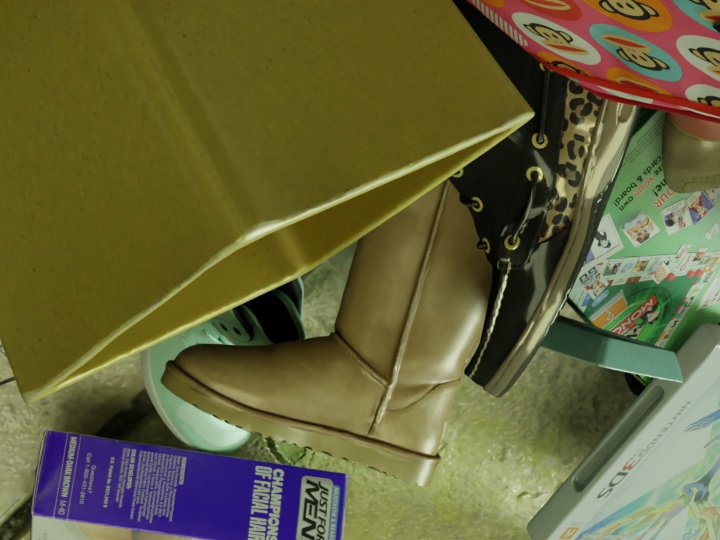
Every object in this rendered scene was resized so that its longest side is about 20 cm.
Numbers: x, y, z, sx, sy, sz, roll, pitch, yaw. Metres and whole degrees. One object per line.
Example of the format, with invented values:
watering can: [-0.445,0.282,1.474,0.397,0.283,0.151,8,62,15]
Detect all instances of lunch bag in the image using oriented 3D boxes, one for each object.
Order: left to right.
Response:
lunch bag: [0.135,-0.120,0.689,0.176,0.199,0.082,33,84,-39]

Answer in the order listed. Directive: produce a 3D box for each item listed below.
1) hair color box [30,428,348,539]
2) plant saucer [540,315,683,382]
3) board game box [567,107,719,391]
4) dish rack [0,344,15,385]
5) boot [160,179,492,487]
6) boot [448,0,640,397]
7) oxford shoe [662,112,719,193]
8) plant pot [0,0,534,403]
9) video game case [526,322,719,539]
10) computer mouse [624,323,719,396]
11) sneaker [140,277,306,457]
hair color box: [-0.115,0.165,1.061,0.198,0.065,0.110,8,151,-8]
plant saucer: [0.097,0.030,0.942,0.069,0.199,0.019,12,95,-37]
board game box: [0.199,-0.044,0.951,0.200,0.029,0.135,-45,116,1]
dish rack: [-0.187,-0.011,0.927,0.198,0.154,0.055,-20,145,11]
boot: [0.000,0.000,0.892,0.174,0.066,0.202,19,92,-19]
boot: [0.052,-0.050,0.832,0.149,0.073,0.202,21,103,2]
oxford shoe: [0.255,-0.094,0.912,0.198,0.071,0.075,-12,138,-15]
plant pot: [-0.084,-0.090,0.732,0.195,0.194,0.201,-34,84,46]
video game case: [0.225,0.114,1.036,0.199,0.022,0.183,9,126,-44]
computer mouse: [0.175,-0.014,0.994,0.109,0.044,0.201,-36,115,-2]
sneaker: [-0.079,0.050,0.975,0.073,0.118,0.202,-22,125,-26]
